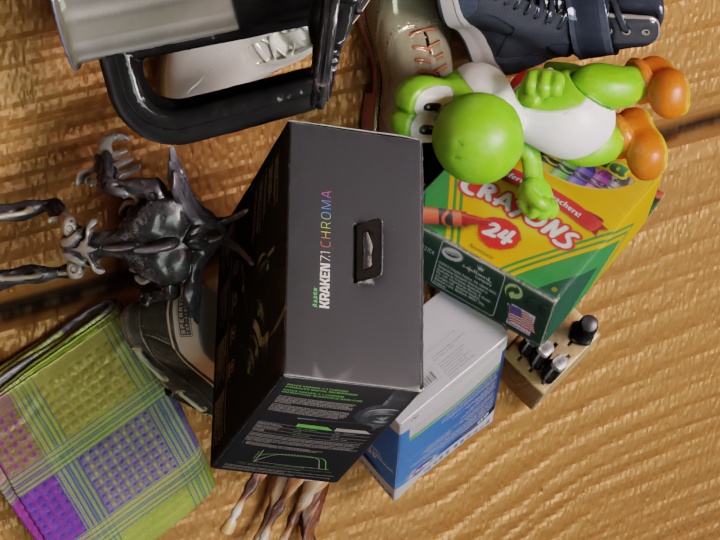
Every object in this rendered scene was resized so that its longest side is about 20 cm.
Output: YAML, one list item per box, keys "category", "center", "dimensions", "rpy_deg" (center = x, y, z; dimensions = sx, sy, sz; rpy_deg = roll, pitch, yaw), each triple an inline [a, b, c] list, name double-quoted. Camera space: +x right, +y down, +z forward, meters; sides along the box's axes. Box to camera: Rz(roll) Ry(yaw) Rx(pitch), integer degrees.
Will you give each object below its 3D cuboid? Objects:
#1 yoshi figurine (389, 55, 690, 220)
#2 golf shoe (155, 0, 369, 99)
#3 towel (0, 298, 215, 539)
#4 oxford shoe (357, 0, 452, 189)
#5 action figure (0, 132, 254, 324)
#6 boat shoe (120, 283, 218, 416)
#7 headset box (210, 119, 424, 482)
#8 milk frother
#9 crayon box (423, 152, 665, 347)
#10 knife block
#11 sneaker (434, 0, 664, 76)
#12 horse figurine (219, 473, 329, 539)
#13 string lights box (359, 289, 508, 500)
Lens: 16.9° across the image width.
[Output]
- category: "yoshi figurine"
  center: [0.121, -0.093, 1.626]
  dimensions: [0.199, 0.112, 0.113]
  rpy_deg: [-2, 85, -19]
- category: "golf shoe"
  center: [-0.052, -0.174, 1.609]
  dimensions: [0.200, 0.092, 0.073]
  rpy_deg: [-45, 130, -3]
- category: "towel"
  center: [-0.191, 0.124, 1.716]
  dimensions: [0.143, 0.023, 0.200]
  rpy_deg: [-36, 128, -13]
- category: "oxford shoe"
  center: [0.044, -0.152, 1.691]
  dimensions: [0.071, 0.074, 0.201]
  rpy_deg: [-17, 122, -24]
- category: "action figure"
  center: [-0.160, -0.028, 1.577]
  dimensions: [0.199, 0.102, 0.119]
  rpy_deg: [-3, 112, 11]
- category: "boat shoe"
  center: [-0.108, 0.063, 1.703]
  dimensions: [0.063, 0.071, 0.200]
  rpy_deg: [-8, 153, 17]
- category: "headset box"
  center: [-0.028, 0.021, 1.554]
  dimensions: [0.092, 0.175, 0.200]
  rpy_deg: [7, 155, -15]
- category: "milk frother"
  center: [-0.094, -0.170, 1.464]
  dimensions: [0.187, 0.200, 0.181]
  rpy_deg: [-12, 88, 1]
- category: "crayon box"
  center: [0.125, -0.046, 1.713]
  dimensions: [0.200, 0.127, 0.051]
  rpy_deg: [-47, 160, -43]
- category: "knife block"
  center: [0.139, 0.058, 1.794]
  dimensions: [0.064, 0.176, 0.200]
  rpy_deg: [-44, 129, -4]
- category: "sneaker"
  center: [0.128, -0.197, 1.648]
  dimensions: [0.145, 0.077, 0.202]
  rpy_deg: [-8, 162, 15]
- category: "horse figurine"
  center: [-0.047, 0.151, 1.769]
  dimensions: [0.133, 0.050, 0.200]
  rpy_deg: [-60, 167, -10]
- category: "string lights box"
  center: [0.047, 0.091, 1.757]
  dimensions: [0.103, 0.059, 0.200]
  rpy_deg: [-38, 164, -14]
